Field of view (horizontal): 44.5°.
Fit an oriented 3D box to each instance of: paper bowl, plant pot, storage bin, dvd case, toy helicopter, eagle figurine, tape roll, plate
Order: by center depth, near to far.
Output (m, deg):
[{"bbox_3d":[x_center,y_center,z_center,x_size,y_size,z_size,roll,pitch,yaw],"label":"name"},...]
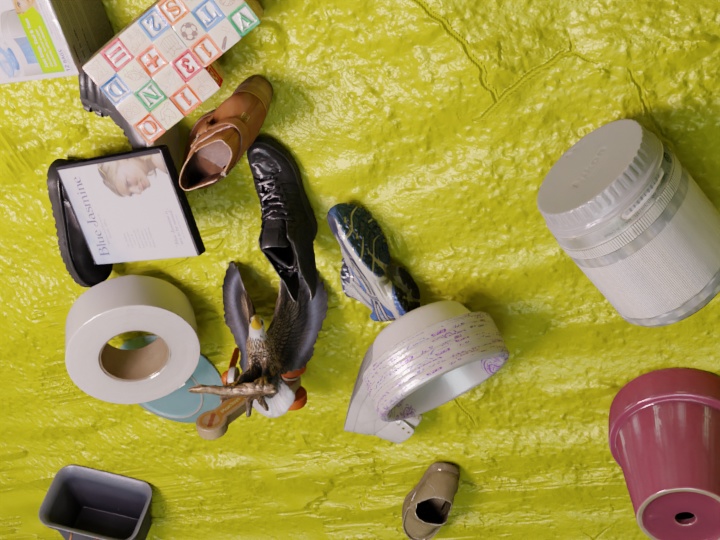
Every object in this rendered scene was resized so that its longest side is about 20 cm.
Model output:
[{"bbox_3d":[-0.299,-0.080,1.135,0.197,0.018,0.145,-3,115,33],"label":"dvd case"},{"bbox_3d":[0.096,0.116,1.201,0.197,0.106,0.201,-21,159,-8],"label":"paper bowl"},{"bbox_3d":[0.442,0.268,1.212,0.195,0.180,0.203,7,129,9],"label":"plant pot"},{"bbox_3d":[-0.136,0.091,1.239,0.150,0.203,0.151,25,139,-18],"label":"eagle figurine"},{"bbox_3d":[-0.176,0.184,1.316,0.130,0.199,0.080,20,126,30],"label":"toy helicopter"},{"bbox_3d":[-0.342,0.107,1.328,0.198,0.071,0.205,-10,131,-12],"label":"tape roll"},{"bbox_3d":[-0.323,0.191,1.472,0.196,0.026,0.203,8,130,9],"label":"plate"},{"bbox_3d":[-0.498,0.485,1.693,0.196,0.147,0.136,10,140,8],"label":"storage bin"}]

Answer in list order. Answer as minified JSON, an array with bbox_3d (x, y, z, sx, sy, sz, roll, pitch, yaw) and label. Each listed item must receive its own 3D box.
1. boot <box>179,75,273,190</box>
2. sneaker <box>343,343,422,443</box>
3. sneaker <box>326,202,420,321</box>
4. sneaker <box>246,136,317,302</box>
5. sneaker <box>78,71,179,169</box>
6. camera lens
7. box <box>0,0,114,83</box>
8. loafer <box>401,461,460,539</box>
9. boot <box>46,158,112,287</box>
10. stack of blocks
[{"bbox_3d":[-0.187,-0.139,1.082,0.073,0.156,0.200,32,130,-12],"label":"boot"},{"bbox_3d":[0.046,0.191,1.341,0.113,0.075,0.202,16,139,0],"label":"sneaker"},{"bbox_3d":[0.000,0.000,1.195,0.084,0.078,0.202,-16,122,31],"label":"sneaker"},{"bbox_3d":[-0.103,-0.066,1.150,0.059,0.105,0.202,-10,125,23],"label":"sneaker"},{"bbox_3d":[-0.298,-0.195,1.130,0.097,0.071,0.203,2,122,17],"label":"sneaker"},{"bbox_3d":[0.317,-0.049,1.005,0.159,0.161,0.200,-32,115,34],"label":"camera lens"},{"bbox_3d":[-0.417,-0.297,1.057,0.196,0.102,0.114,-2,127,17],"label":"box"},{"bbox_3d":[0.112,0.403,1.488,0.075,0.068,0.202,17,130,2],"label":"loafer"},{"bbox_3d":[-0.345,-0.059,1.241,0.154,0.080,0.214,6,129,12],"label":"boot"},{"bbox_3d":[-0.206,-0.256,1.018,0.198,0.059,0.116,-35,114,14],"label":"stack of blocks"}]
